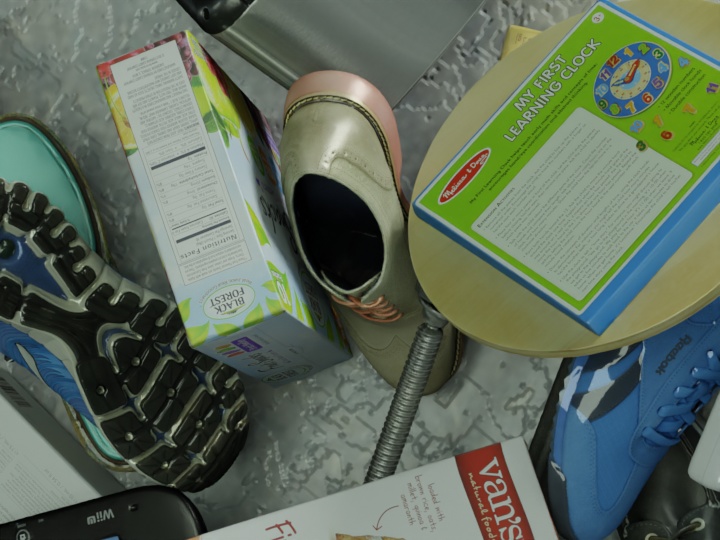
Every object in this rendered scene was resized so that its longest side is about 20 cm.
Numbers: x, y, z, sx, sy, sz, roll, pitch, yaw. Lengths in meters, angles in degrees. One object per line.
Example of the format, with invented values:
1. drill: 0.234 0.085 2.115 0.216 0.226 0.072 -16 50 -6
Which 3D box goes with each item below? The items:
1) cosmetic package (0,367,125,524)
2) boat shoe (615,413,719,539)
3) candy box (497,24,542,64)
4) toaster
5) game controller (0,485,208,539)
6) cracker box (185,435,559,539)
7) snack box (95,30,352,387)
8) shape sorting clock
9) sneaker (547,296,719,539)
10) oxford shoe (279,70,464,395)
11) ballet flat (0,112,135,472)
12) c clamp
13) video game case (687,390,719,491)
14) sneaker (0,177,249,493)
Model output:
1. cosmetic package: -0.181 0.172 1.260 0.200 0.052 0.151 43 96 15
2. boat shoe: 0.166 0.151 1.160 0.068 0.057 0.201 -21 80 13
3. candy box: 0.158 -0.042 1.181 0.199 0.056 0.117 16 91 18
4. toaster: -0.009 -0.186 1.177 0.181 0.119 0.200 -51 31 6
5. game controller: -0.158 0.176 1.194 0.199 0.042 0.105 -17 89 22
6. cracker box: 0.003 0.173 1.112 0.199 0.058 0.135 -17 74 -6
7. snack box: -0.063 -0.024 1.166 0.053 0.200 0.143 -20 80 6
8. shape sorting clock: 0.113 -0.045 1.093 0.199 0.039 0.201 -15 53 20
9. sneaker: 0.148 0.040 1.114 0.078 0.066 0.201 19 91 27
10. oxford shoe: 0.000 0.000 1.160 0.070 0.200 0.074 -8 41 21
11. ballet flat: -0.153 0.014 1.257 0.070 0.071 0.201 -26 86 12
12. c clamp: 0.042 0.075 1.159 0.170 0.027 0.201 16 111 -22
13. video game case: 0.236 0.020 1.092 0.023 0.182 0.201 23 92 38
14. sneaker: -0.135 0.030 1.188 0.079 0.089 0.200 -45 105 -12
